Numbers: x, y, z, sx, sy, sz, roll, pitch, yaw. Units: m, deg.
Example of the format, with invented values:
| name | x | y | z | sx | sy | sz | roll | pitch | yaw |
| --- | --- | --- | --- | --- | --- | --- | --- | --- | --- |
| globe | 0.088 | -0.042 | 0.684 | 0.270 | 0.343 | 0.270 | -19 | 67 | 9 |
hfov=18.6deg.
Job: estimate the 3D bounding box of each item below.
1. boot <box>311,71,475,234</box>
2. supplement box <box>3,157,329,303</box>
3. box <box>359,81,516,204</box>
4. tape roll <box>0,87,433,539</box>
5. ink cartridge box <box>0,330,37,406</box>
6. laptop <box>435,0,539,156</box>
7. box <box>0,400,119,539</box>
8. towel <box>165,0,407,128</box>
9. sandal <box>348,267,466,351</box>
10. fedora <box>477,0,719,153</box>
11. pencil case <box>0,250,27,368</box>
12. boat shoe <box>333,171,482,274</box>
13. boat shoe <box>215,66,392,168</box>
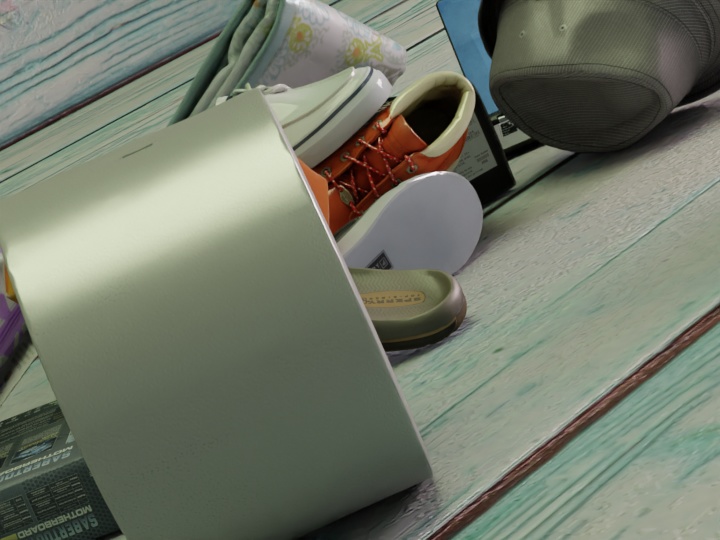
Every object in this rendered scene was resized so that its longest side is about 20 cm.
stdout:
| name | x | y | z | sx | sy | sz | roll | pitch | yaw |
| --- | --- | --- | --- | --- | --- | --- | --- | --- | --- |
| boot | -0.002 | -0.059 | 1.458 | 0.200 | 0.075 | 0.107 | -43 | -5 | -24 |
| supplement box | -0.122 | -0.020 | 1.359 | 0.200 | 0.069 | 0.067 | -10 | -23 | 24 |
| box | -0.016 | -0.054 | 1.610 | 0.200 | 0.086 | 0.164 | -30 | 12 | -25 |
| tape roll | -0.067 | 0.034 | 1.035 | 0.139 | 0.203 | 0.203 | -23 | 11 | -1 |
| ink cartridge box | -0.199 | 0.068 | 1.487 | 0.200 | 0.076 | 0.148 | -54 | 16 | -5 |
| laptop | 0.168 | -0.192 | 1.784 | 0.187 | 0.116 | 0.200 | -23 | 11 | 7 |
| box | -0.186 | 0.121 | 1.254 | 0.200 | 0.051 | 0.158 | -22 | 11 | 6 |
| towel | -0.069 | -0.115 | 1.691 | 0.200 | 0.048 | 0.171 | -55 | -33 | 11 |
| sandal | -0.038 | 0.016 | 1.277 | 0.200 | 0.055 | 0.082 | -4 | 36 | 0 |
| fedora | 0.169 | -0.145 | 1.554 | 0.200 | 0.177 | 0.090 | 0 | 53 | 30 |
| pencil case | -0.272 | 0.060 | 1.426 | 0.085 | 0.084 | 0.200 | 9 | 59 | 32 |
| boat shoe | 0.000 | 0.000 | 1.404 | 0.066 | 0.070 | 0.200 | -10 | 26 | 46 |
| boat shoe | -0.074 | -0.090 | 1.482 | 0.200 | 0.067 | 0.074 | -32 | 18 | 22 |
